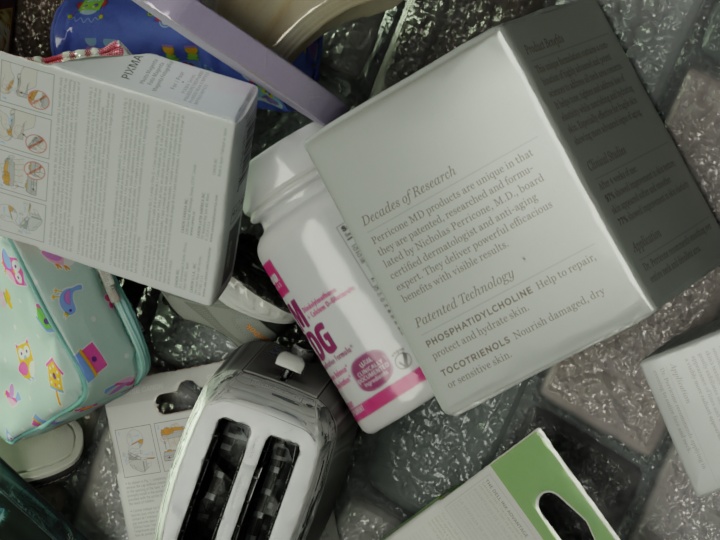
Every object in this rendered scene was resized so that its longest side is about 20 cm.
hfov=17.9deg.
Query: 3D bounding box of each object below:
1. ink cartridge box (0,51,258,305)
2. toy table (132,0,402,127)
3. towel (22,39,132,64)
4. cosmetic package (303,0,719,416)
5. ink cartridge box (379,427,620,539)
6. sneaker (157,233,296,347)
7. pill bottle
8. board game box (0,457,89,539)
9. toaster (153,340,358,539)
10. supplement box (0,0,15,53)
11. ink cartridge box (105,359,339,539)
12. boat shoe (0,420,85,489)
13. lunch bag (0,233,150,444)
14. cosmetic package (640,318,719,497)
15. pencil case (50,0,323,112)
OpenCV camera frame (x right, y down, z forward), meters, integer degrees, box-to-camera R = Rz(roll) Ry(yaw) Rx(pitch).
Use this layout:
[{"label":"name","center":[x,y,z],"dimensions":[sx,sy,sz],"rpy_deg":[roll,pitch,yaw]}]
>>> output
[{"label":"ink cartridge box","center":[-0.175,-0.076,1.537],"dimensions":[0.199,0.057,0.163],"rpy_deg":[20,131,11]},{"label":"toy table","center":[-0.055,-0.182,1.457],"dimensions":[0.183,0.200,0.117],"rpy_deg":[34,90,32]},{"label":"towel","center":[-0.199,-0.117,1.620],"dimensions":[0.199,0.146,0.030],"rpy_deg":[1,70,37]},{"label":"cosmetic package","center":[0.105,-0.045,1.476],"dimensions":[0.166,0.167,0.201],"rpy_deg":[-29,88,30]},{"label":"ink cartridge box","center":[0.103,0.213,1.607],"dimensions":[0.200,0.048,0.146],"rpy_deg":[-39,83,28]},{"label":"sneaker","center":[-0.134,-0.010,1.644],"dimensions":[0.200,0.074,0.079],"rpy_deg":[37,126,-2]},{"label":"pill bottle","center":[0.000,0.000,1.571],"dimensions":[0.113,0.113,0.201],"rpy_deg":[-33,86,29]},{"label":"board game box","center":[-0.289,0.208,1.763],"dimensions":[0.135,0.028,0.200],"rpy_deg":[-30,115,32]},{"label":"toaster","center":[-0.076,0.149,1.589],"dimensions":[0.113,0.129,0.201],"rpy_deg":[21,96,5]},{"label":"supplement box","center":[-0.327,-0.130,1.706],"dimensions":[0.085,0.110,0.201],"rpy_deg":[16,108,23]},{"label":"ink cartridge box","center":[-0.102,0.169,1.708],"dimensions":[0.160,0.050,0.201],"rpy_deg":[-11,88,29]},{"label":"boat shoe","center":[-0.302,0.154,1.791],"dimensions":[0.199,0.074,0.060],"rpy_deg":[-10,140,13]},{"label":"lunch bag","center":[-0.237,0.033,1.680],"dimensions":[0.200,0.077,0.161],"rpy_deg":[-30,84,58]},{"label":"cosmetic package","center":[0.290,0.062,1.463],"dimensions":[0.199,0.074,0.102],"rpy_deg":[-23,92,27]},{"label":"pencil case","center":[-0.119,-0.155,1.614],"dimensions":[0.199,0.078,0.087],"rpy_deg":[5,136,25]}]
